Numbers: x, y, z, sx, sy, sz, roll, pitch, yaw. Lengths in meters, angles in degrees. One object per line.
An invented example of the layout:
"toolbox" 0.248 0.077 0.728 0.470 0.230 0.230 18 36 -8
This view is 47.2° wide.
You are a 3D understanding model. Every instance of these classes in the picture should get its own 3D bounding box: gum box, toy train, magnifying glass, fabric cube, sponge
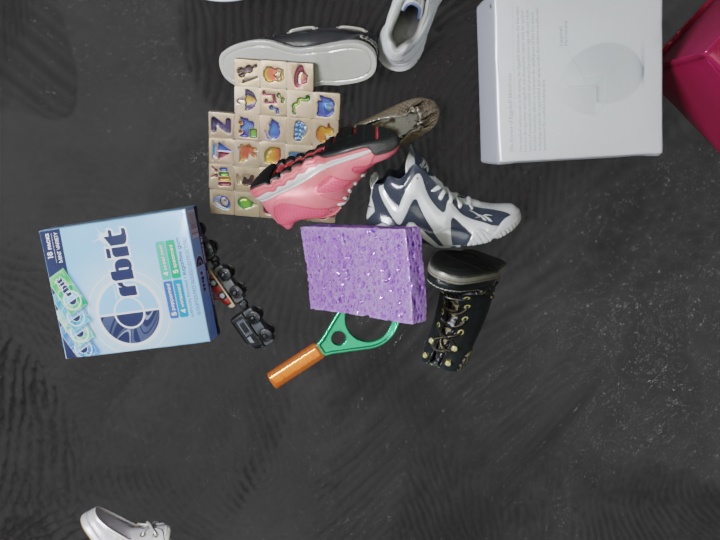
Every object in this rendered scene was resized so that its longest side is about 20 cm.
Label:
"gum box" -0.293 0.016 1.050 0.199 0.045 0.171 -7 99 11
"toy train" -0.182 0.018 1.079 0.046 0.034 0.200 -32 98 13
"magnifying glass" -0.036 0.094 1.103 0.200 0.022 0.080 -33 98 1
"fabric cube" 0.501 -0.248 0.984 0.199 0.196 0.200 43 95 -8
"sponge" 0.000 0.000 1.012 0.030 0.200 0.112 -12 101 -40

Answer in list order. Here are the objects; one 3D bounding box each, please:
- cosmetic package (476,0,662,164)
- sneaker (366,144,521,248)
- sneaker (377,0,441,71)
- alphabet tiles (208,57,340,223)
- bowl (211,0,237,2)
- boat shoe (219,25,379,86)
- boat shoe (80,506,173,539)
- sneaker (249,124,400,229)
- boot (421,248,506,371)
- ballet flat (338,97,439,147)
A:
"cosmetic package" 0.251 -0.237 1.013 0.199 0.123 0.200 -3 98 -3
"sneaker" 0.101 -0.099 1.048 0.198 0.080 0.130 -6 107 9
"sneaker" 0.077 -0.345 1.009 0.074 0.087 0.201 16 96 -2
"alphabet tiles" -0.110 -0.162 1.036 0.166 0.008 0.201 5 111 5
"bowl" -0.159 -0.415 0.980 0.200 0.105 0.202 0 98 -3
"boat shoe" -0.075 -0.269 1.027 0.199 0.060 0.074 -4 130 12
"boat shoe" -0.280 0.368 1.109 0.200 0.071 0.069 39 94 -15
"sneaker" -0.034 -0.112 1.014 0.199 0.074 0.087 -20 118 20
"boot" 0.117 0.055 1.019 0.073 0.203 0.154 23 102 20
"ballet flat" 0.011 -0.162 1.051 0.199 0.046 0.068 -26 100 5
